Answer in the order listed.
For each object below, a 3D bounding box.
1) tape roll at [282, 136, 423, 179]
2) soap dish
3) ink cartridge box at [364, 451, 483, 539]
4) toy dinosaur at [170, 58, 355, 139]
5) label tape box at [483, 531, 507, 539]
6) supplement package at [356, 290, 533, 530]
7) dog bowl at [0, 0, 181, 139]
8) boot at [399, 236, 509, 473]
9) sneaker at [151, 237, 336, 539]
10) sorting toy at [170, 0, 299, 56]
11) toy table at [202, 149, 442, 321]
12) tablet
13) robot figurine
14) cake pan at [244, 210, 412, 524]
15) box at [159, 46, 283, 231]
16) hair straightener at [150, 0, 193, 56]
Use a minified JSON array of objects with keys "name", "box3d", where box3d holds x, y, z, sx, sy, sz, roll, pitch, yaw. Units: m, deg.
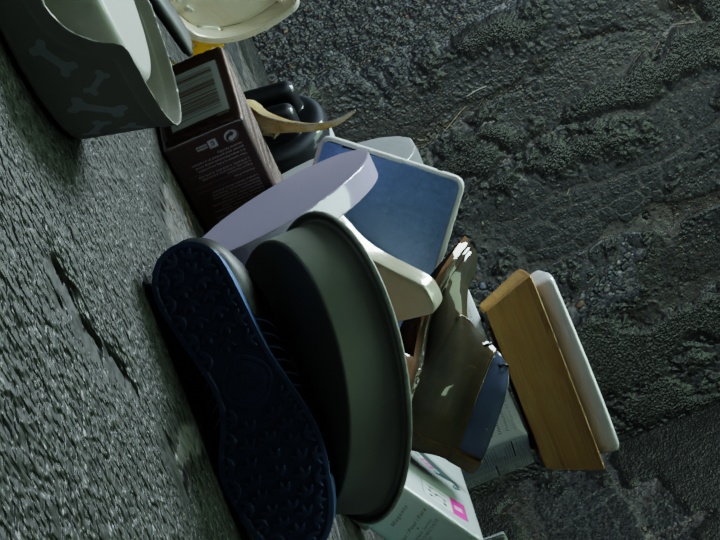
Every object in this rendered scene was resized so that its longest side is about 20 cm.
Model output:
[{"name":"tape roll","box3d":[-0.026,-0.063,1.374,0.201,0.198,0.067,-105,172,-71]},{"name":"soap dish","box3d":[0.186,0.101,1.387,0.157,0.080,0.202,-50,119,-87]},{"name":"ink cartridge box","box3d":[0.004,0.143,1.045,0.173,0.044,0.200,36,6,-6]},{"name":"toy dinosaur","box3d":[-0.103,-0.135,1.219,0.101,0.198,0.059,83,30,-70]},{"name":"label tape box","box3d":[0.091,0.319,1.370,0.200,0.142,0.067,59,10,-78]},{"name":"supplement package","box3d":[0.052,0.135,1.417,0.147,0.198,0.193,62,6,-68]},{"name":"dog bowl","box3d":[-0.164,-0.165,0.754,0.200,0.058,0.202,-22,90,-89]},{"name":"boot","box3d":[0.076,0.067,1.082,0.201,0.096,0.075,-62,-176,-35]},{"name":"sneaker","box3d":[-0.064,0.073,0.832,0.078,0.069,0.202,-24,93,-83]},{"name":"sorting toy","box3d":[-0.179,-0.298,1.218,0.180,0.107,0.200,51,9,35]},{"name":"toy table","box3d":[-0.038,-0.002,1.052,0.200,0.183,0.118,-40,111,-42]},{"name":"tablet","box3d":[0.000,0.000,1.155,0.014,0.129,0.202,-43,150,-83]},{"name":"robot figurine","box3d":[-0.079,-0.124,1.601,0.124,0.151,0.201,19,-33,36]},{"name":"cake pan","box3d":[-0.029,0.065,0.866,0.200,0.036,0.203,34,-51,56]},{"name":"box","box3d":[-0.108,-0.079,1.168,0.201,0.074,0.101,64,5,-47]},{"name":"hair straightener","box3d":[-0.174,-0.254,1.090,0.041,0.076,0.201,-106,175,-51]}]
